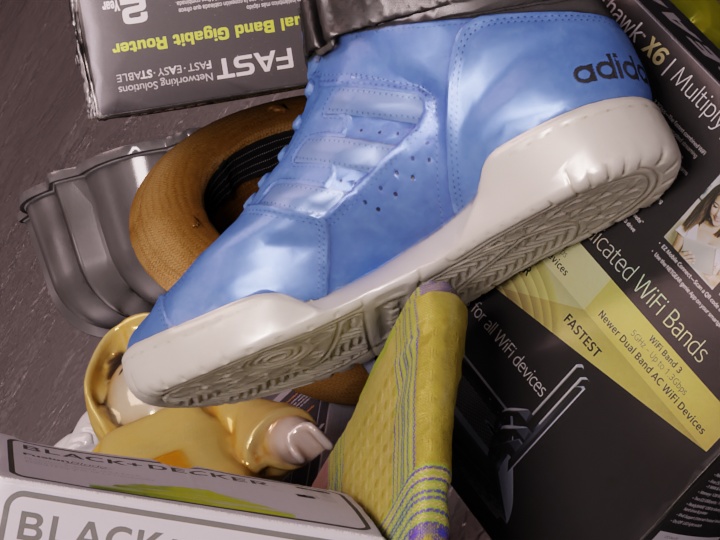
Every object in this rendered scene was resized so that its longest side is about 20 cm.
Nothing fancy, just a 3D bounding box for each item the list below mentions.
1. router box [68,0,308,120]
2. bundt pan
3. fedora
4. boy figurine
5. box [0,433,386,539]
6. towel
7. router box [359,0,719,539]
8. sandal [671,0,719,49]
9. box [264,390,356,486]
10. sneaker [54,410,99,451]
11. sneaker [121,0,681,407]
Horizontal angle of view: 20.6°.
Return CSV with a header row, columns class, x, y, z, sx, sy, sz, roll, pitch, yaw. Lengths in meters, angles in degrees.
class,x,y,z,sx,sy,sz,roll,pitch,yaw
router box,-0.021,-0.110,0.848,0.150,0.199,0.062,-137,37,-82
bundt pan,-0.068,-0.014,0.995,0.202,0.201,0.076,-25,75,57
fedora,0.000,0.000,0.855,0.201,0.200,0.082,-83,-4,-52
boy figurine,-0.068,0.080,0.750,0.124,0.065,0.200,-26,27,9
box,-0.071,0.158,0.582,0.060,0.116,0.201,-154,76,-78
towel,0.005,0.116,0.596,0.144,0.023,0.201,117,160,-50
router box,0.071,-0.007,0.662,0.157,0.052,0.200,-50,56,19
sandal,0.097,-0.039,0.784,0.087,0.079,0.200,-44,14,41
box,-0.053,0.123,0.918,0.200,0.048,0.159,-43,24,35
sneaker,-0.156,0.134,0.954,0.130,0.079,0.200,29,97,62
sneaker,-0.004,-0.038,0.640,0.200,0.077,0.112,-29,71,25
